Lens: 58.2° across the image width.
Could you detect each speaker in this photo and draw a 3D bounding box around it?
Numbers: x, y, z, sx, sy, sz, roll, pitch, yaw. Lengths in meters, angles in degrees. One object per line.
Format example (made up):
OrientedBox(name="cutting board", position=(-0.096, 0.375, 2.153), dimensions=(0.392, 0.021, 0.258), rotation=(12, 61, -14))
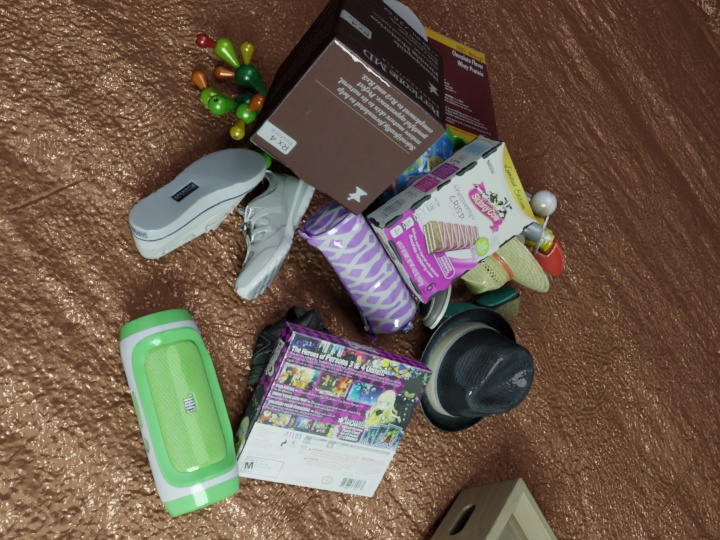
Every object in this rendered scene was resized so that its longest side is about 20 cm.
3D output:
OrientedBox(name="speaker", position=(-0.191, 0.146, 0.683), dimensions=(0.088, 0.088, 0.200), rotation=(-11, 77, -40))

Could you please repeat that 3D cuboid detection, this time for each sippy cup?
OrientedBox(name="sippy cup", position=(0.077, -0.134, 0.953), dimensions=(0.139, 0.178, 0.131), rotation=(19, 57, -46))

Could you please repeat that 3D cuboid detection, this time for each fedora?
OrientedBox(name="fedora", position=(0.178, 0.149, 0.925), dimensions=(0.200, 0.092, 0.201), rotation=(-4, 98, -35))

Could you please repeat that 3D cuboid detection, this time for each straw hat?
OrientedBox(name="straw hat", position=(0.195, -0.007, 1.028), dimensions=(0.085, 0.201, 0.201), rotation=(-43, 101, -5))

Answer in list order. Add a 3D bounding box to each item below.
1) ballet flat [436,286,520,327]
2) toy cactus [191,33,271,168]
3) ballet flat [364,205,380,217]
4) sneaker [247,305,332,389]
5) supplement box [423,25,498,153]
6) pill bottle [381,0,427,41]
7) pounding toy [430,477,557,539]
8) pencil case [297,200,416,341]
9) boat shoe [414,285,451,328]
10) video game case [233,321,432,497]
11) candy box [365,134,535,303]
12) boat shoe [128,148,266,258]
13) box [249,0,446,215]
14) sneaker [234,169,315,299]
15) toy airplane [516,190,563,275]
OrientedBox(name="ballet flat", position=(0.184, 0.077, 1.028), dimensions=(0.200, 0.071, 0.071), rotation=(-15, 80, -39))
OrientedBox(name="toy cactus", position=(-0.140, -0.236, 0.899), dimensions=(0.165, 0.102, 0.200), rotation=(-10, 65, -51))
OrientedBox(name="ballet flat", position=(0.068, -0.086, 1.014), dimensions=(0.200, 0.046, 0.067), rotation=(-33, 91, -42))
OrientedBox(name="sneaker", position=(-0.041, 0.107, 0.823), dimensions=(0.199, 0.076, 0.115), rotation=(16, 68, -26))
OrientedBox(name="supplement box", position=(0.105, -0.271, 1.068), dimensions=(0.197, 0.133, 0.201), rotation=(10, 65, -35))
OrientedBox(name="pill bottle", position=(0.000, -0.297, 0.952), dimensions=(0.109, 0.200, 0.110), rotation=(17, 60, -32))
OrientedBox(name="pounding toy", position=(0.147, 0.387, 0.826), dimensions=(0.200, 0.142, 0.184), rotation=(-32, 92, -53))
OrientedBox(name="pencil case", position=(0.000, 0.000, 0.871), dimensions=(0.085, 0.084, 0.200), rotation=(-36, 117, -9))
OrientedBox(name="boat shoe", position=(0.100, 0.013, 0.970), dimensions=(0.057, 0.067, 0.200), rotation=(27, 34, -6))
OrientedBox(name="video game case", position=(-0.034, 0.170, 0.760), dimensions=(0.200, 0.036, 0.182), rotation=(20, 100, -30))
OrientedBox(name="candy box", position=(0.126, -0.069, 0.876), dimensions=(0.200, 0.061, 0.137), rotation=(-37, 121, -7))
OrientedBox(name="boat shoe", position=(-0.194, -0.081, 0.795), dimensions=(0.071, 0.070, 0.200), rotation=(33, 52, 16))
OrientedBox(name="box", position=(-0.008, -0.215, 0.796), dimensions=(0.166, 0.164, 0.200), rotation=(34, 36, -23))
OrientedBox(name="sneaker", position=(-0.128, -0.049, 0.843), dimensions=(0.082, 0.075, 0.200), rotation=(24, 51, -7))
OrientedBox(name="toy airplane", position=(0.265, -0.093, 1.106), dimensions=(0.199, 0.141, 0.200), rotation=(19, 37, -48))
